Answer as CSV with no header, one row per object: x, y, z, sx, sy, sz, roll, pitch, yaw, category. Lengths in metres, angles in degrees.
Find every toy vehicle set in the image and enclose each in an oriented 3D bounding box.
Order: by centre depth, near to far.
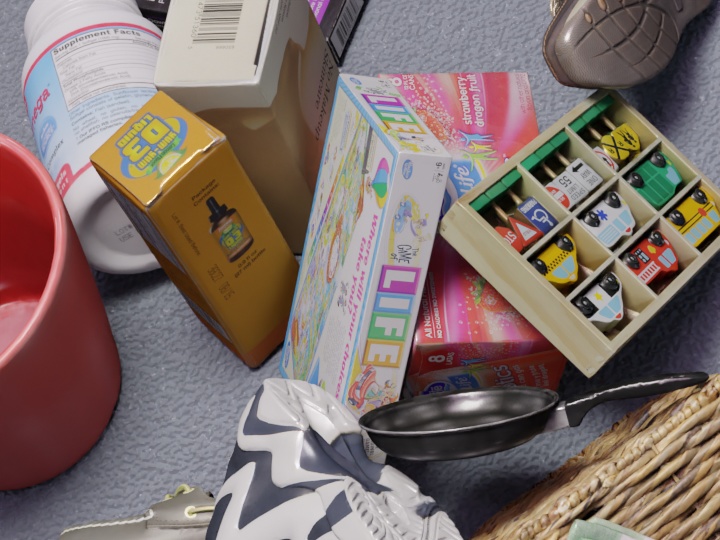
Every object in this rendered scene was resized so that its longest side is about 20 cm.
0.141,-0.028,1.444,0.124,0.027,0.200,43,40,7,toy vehicle set

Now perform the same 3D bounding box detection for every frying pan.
0.092,0.079,1.377,0.189,0.115,0.031,-8,97,-10,frying pan

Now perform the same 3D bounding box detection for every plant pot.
-0.246,0.039,1.531,0.199,0.178,0.202,-8,58,12,plant pot

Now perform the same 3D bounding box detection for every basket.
0.168,0.167,1.393,0.200,0.149,0.143,-37,89,-6,basket

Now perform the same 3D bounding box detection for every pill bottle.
-0.166,-0.102,1.627,0.108,0.109,0.201,-24,50,3,pill bottle

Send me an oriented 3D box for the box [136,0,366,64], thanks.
-0.082,-0.227,1.722,0.199,0.036,0.144,11,64,24,box

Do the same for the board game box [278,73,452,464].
0.000,0.000,1.452,0.034,0.201,0.135,5,22,-18,board game box

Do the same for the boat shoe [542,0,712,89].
0.162,-0.161,1.557,0.073,0.075,0.200,-15,14,37,boat shoe

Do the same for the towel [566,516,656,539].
0.187,0.232,1.304,0.199,0.023,0.154,18,86,-2,towel

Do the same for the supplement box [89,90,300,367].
-0.093,-0.023,1.505,0.067,0.200,0.069,-43,58,-11,supplement box

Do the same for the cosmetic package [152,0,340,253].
-0.060,-0.104,1.543,0.071,0.200,0.106,1,62,17,cosmetic package

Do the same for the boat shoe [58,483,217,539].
-0.089,0.163,1.472,0.200,0.072,0.061,-2,62,9,boat shoe

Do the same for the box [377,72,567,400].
0.062,-0.017,1.498,0.102,0.095,0.201,-1,57,-9,box

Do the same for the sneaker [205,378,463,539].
-0.024,0.167,1.364,0.199,0.079,0.130,45,116,35,sneaker
